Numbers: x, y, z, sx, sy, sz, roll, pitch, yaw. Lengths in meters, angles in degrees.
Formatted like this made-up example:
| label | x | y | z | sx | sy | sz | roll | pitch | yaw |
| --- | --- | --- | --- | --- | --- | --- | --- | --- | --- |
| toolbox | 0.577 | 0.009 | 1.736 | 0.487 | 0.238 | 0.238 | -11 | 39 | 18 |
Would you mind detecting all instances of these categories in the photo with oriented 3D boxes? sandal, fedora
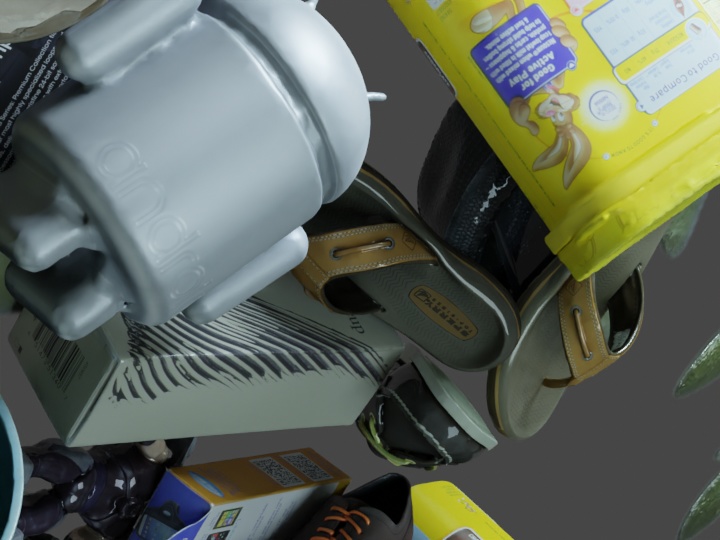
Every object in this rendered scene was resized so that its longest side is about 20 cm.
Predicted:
| label | x | y | z | sx | sy | sz | roll | pitch | yaw |
| --- | --- | --- | --- | --- | --- | --- | --- | --- | --- |
| sandal | 0.138 | 0.019 | 1.053 | 0.080 | 0.054 | 0.201 | 13 | 115 | -52 |
| fedora | 0.090 | -0.043 | 1.072 | 0.200 | 0.092 | 0.201 | -29 | 142 | -25 |
| sandal | 0.000 | 0.000 | 0.971 | 0.200 | 0.055 | 0.082 | 39 | 132 | -19 |

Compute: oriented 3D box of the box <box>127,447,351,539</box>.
| label | x | y | z | sx | sy | sz | roll | pitch | yaw |
| --- | --- | --- | --- | --- | --- | --- | --- | --- | --- |
| box | -0.088 | 0.167 | 1.068 | 0.120 | 0.041 | 0.200 | -60 | 156 | 12 |

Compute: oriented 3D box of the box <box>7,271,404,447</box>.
| label | x | y | z | sx | sy | sz | roll | pitch | yaw |
| --- | --- | --- | --- | --- | --- | --- | --- | --- | --- |
| box | -0.078 | 0.039 | 0.975 | 0.199 | 0.082 | 0.069 | -2 | 136 | -45 |

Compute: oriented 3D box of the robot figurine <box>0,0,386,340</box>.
| label | x | y | z | sx | sy | sz | roll | pitch | yaw |
| --- | --- | --- | --- | --- | --- | --- | --- | --- | --- |
| robot figurine | -0.077 | -0.053 | 0.831 | 0.200 | 0.113 | 0.170 | -37 | 132 | -18 |

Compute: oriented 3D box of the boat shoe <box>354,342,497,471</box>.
| label | x | y | z | sx | sy | sz | roll | pitch | yaw |
| --- | --- | --- | --- | --- | --- | --- | --- | --- | --- |
| boat shoe | 0.031 | 0.087 | 1.069 | 0.060 | 0.072 | 0.201 | -38 | -177 | -3 |

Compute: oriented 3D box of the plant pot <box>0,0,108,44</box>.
| label | x | y | z | sx | sy | sz | roll | pitch | yaw |
| --- | --- | --- | --- | --- | --- | --- | --- | --- | --- |
| plant pot | -0.152 | -0.163 | 0.656 | 0.199 | 0.173 | 0.201 | -17 | 125 | -26 |

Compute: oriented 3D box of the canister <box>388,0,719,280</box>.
| label | x | y | z | sx | sy | sz | roll | pitch | yaw |
| --- | --- | --- | --- | --- | --- | --- | --- | --- | --- |
| canister | 0.112 | -0.119 | 0.933 | 0.148 | 0.201 | 0.087 | -33 | 174 | -14 |

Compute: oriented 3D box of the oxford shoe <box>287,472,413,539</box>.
| label | x | y | z | sx | sy | sz | roll | pitch | yaw |
| --- | --- | --- | --- | --- | --- | --- | --- | --- | --- |
| oxford shoe | -0.025 | 0.169 | 1.074 | 0.200 | 0.071 | 0.073 | -27 | 137 | -65 |

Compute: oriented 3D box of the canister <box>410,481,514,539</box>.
| label | x | y | z | sx | sy | sz | roll | pitch | yaw |
| --- | --- | --- | --- | --- | --- | --- | --- | --- | --- |
| canister | 0.083 | 0.252 | 1.214 | 0.086 | 0.200 | 0.149 | -3 | 122 | -42 |

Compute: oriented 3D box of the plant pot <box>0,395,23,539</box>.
| label | x | y | z | sx | sy | sz | roll | pitch | yaw |
| --- | --- | --- | --- | --- | --- | --- | --- | --- | --- |
| plant pot | -0.261 | 0.141 | 0.816 | 0.199 | 0.200 | 0.189 | -19 | 147 | -33 |

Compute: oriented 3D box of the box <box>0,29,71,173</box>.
| label | x | y | z | sx | sy | sz | roll | pitch | yaw |
| --- | --- | --- | --- | --- | --- | --- | --- | --- | --- |
| box | -0.128 | -0.096 | 0.867 | 0.200 | 0.036 | 0.143 | 24 | 101 | -52 |

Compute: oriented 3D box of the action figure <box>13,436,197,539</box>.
| label | x | y | z | sx | sy | sz | roll | pitch | yaw |
| --- | --- | --- | --- | --- | --- | --- | --- | --- | --- |
| action figure | -0.159 | 0.112 | 0.977 | 0.200 | 0.069 | 0.131 | 7 | 109 | -63 |
